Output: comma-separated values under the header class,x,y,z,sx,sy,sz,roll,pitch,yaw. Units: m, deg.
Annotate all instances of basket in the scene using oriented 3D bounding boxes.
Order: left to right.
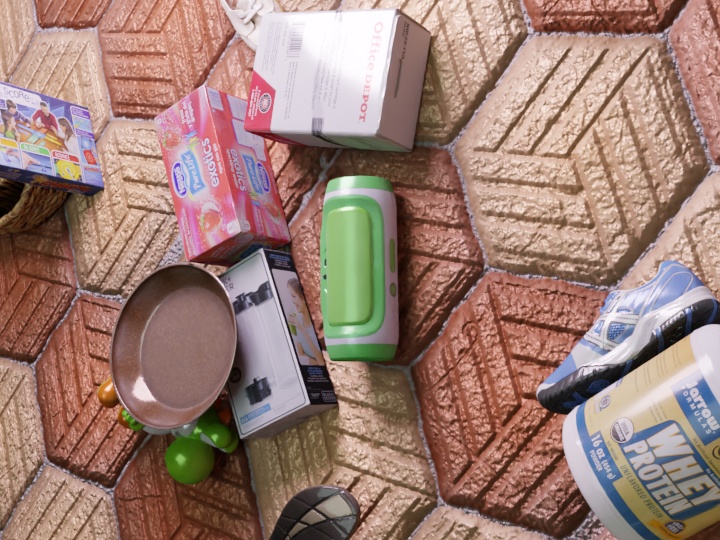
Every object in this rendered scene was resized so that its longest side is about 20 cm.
class,x,y,z,sx,sy,sz,roll,pitch,yaw
basket,-0.552,-0.136,1.455,0.199,0.149,0.144,-20,73,30

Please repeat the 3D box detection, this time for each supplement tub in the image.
class,x,y,z,sx,sy,sz,roll,pitch,yaw
supplement tub,0.291,0.138,0.842,0.200,0.144,0.145,-39,64,25

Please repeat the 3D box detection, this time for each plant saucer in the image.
class,x,y,z,sx,sy,sz,roll,pitch,yaw
plant saucer,-0.220,0.092,1.182,0.199,0.037,0.202,-7,75,29

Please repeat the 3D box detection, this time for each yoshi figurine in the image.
class,x,y,z,sx,sy,sz,roll,pitch,yaw
yoshi figurine,-0.248,0.205,1.237,0.199,0.112,0.113,17,110,32

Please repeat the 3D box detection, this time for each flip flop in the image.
class,x,y,z,sx,sy,sz,roll,pitch,yaw
flip flop,-0.059,0.312,1.122,0.081,0.057,0.201,48,126,24

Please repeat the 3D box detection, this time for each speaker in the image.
class,x,y,z,sx,sy,sz,roll,pitch,yaw
speaker,0.000,0.000,1.097,0.088,0.088,0.202,-6,81,34

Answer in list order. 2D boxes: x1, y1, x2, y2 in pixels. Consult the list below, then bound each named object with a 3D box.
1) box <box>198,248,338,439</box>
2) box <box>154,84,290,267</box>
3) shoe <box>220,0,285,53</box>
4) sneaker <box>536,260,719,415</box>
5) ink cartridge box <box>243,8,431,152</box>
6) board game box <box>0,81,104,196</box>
class,x,y,z,sx,sy,sz,roll,pitch,yaw
box,-0.115,0.089,1.179,0.116,0.060,0.201,-28,69,29
box,-0.173,-0.114,1.220,0.094,0.102,0.202,-26,72,30
shoe,-0.156,-0.352,1.265,0.070,0.053,0.201,-43,63,23
sneaker,0.251,0.070,0.934,0.200,0.075,0.077,-39,42,24
ink cartridge box,-0.028,-0.221,1.143,0.199,0.083,0.146,9,88,36
board game box,-0.456,-0.186,1.362,0.034,0.199,0.136,-25,70,29
